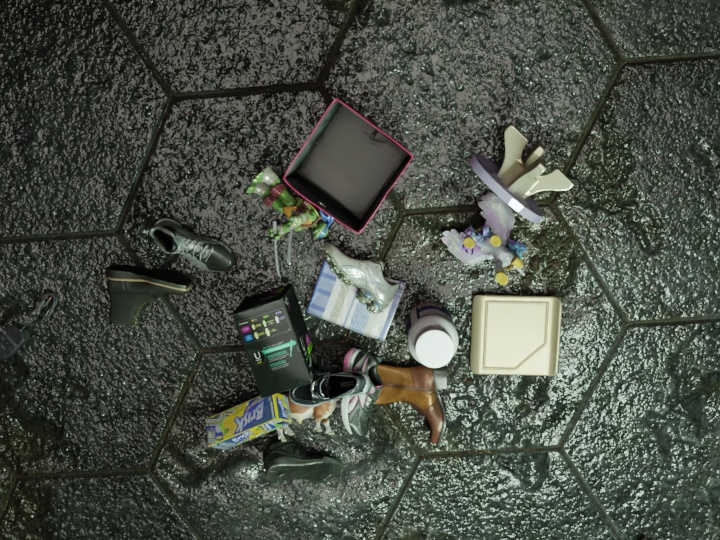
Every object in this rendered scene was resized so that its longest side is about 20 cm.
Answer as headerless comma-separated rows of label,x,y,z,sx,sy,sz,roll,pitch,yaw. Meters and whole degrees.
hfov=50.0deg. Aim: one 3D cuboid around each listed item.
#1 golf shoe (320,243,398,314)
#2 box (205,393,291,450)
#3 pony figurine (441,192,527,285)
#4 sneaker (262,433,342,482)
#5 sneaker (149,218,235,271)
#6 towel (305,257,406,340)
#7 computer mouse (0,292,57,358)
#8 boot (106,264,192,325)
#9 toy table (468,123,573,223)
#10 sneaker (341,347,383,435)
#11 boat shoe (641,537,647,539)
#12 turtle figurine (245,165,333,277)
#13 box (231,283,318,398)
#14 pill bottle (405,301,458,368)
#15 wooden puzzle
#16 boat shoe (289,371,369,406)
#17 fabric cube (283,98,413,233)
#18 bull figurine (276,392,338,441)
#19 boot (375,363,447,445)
golf shoe,0.000,0.000,1.707,0.097,0.078,0.200,-45,102,-7
box,-0.256,0.343,1.758,0.199,0.064,0.071,-25,61,22
pony figurine,0.280,-0.055,1.660,0.167,0.200,0.193,-45,81,16
sneaker,-0.139,0.436,1.807,0.198,0.114,0.077,8,119,-28
sneaker,-0.379,-0.045,1.703,0.199,0.116,0.076,25,100,-2
towel,-0.010,0.063,1.757,0.198,0.024,0.148,20,100,-1
computer mouse,-0.774,0.128,1.795,0.200,0.034,0.059,-44,80,4
boot,-0.481,0.069,1.756,0.198,0.077,0.140,10,105,14
toy table,0.341,-0.207,1.628,0.199,0.184,0.117,36,116,-17
sneaker,0.009,0.276,1.732,0.086,0.080,0.202,2,99,27
boat shoe,0.620,0.714,1.842,0.200,0.072,0.072,-47,65,19
turtle figurine,-0.176,-0.111,1.671,0.200,0.144,0.194,-44,92,5
box,-0.185,0.153,1.716,0.123,0.149,0.202,-17,99,6
pill bottle,0.155,0.143,1.676,0.110,0.200,0.112,0,101,2
wooden puzzle,0.352,0.146,1.758,0.198,0.037,0.187,2,101,6
boat shoe,-0.080,0.260,1.700,0.198,0.068,0.072,-10,78,25
fabric cube,-0.023,-0.221,1.617,0.196,0.199,0.201,35,99,-5
bull figurine,-0.117,0.318,1.776,0.198,0.065,0.122,-12,61,12
boot,0.099,0.306,1.776,0.198,0.069,0.190,0,101,3
